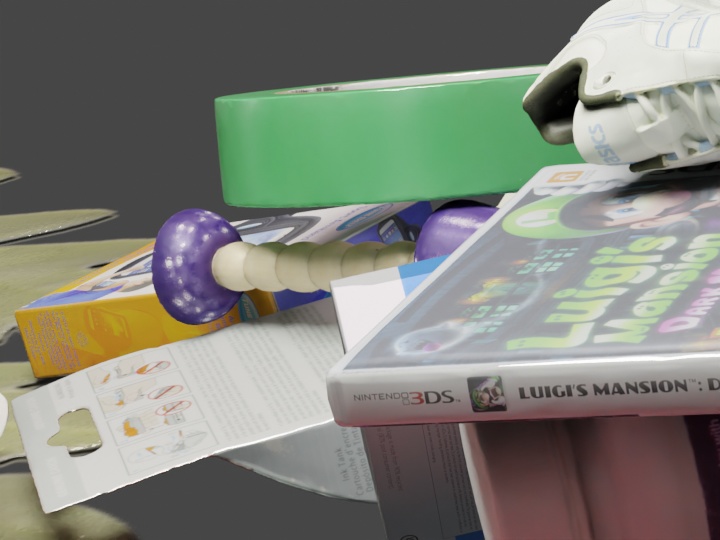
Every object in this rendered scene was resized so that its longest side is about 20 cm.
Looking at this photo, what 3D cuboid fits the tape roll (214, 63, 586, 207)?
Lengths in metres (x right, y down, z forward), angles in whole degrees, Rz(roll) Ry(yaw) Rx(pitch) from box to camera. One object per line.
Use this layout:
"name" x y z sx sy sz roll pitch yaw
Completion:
"tape roll" 0.039 -0.060 1.274 0.200 0.048 0.200 -6 5 1

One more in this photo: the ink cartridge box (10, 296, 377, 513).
"ink cartridge box" -0.037 0.063 1.232 0.200 0.047 0.160 -18 17 -7

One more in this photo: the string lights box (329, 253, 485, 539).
"string lights box" 0.097 0.034 1.091 0.200 0.103 0.059 -13 48 -2

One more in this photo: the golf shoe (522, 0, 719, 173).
"golf shoe" 0.124 -0.056 1.008 0.097 0.078 0.200 -34 16 -12

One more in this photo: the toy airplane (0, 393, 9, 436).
"toy airplane" -0.230 0.053 1.129 0.199 0.200 0.141 -22 -18 -9

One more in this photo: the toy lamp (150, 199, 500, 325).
"toy lamp" 0.000 0.000 1.232 0.200 0.058 0.058 -2 19 43

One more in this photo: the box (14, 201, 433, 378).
"box" -0.054 0.007 1.403 0.200 0.042 0.119 -10 13 43

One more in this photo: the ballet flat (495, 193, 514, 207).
"ballet flat" 0.097 -0.010 1.328 0.068 0.067 0.200 -21 18 -28

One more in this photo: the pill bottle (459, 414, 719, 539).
"pill bottle" 0.137 0.054 0.996 0.200 0.112 0.112 -14 16 -3

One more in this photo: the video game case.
"video game case" 0.109 0.000 0.958 0.182 0.023 0.200 -4 19 26
